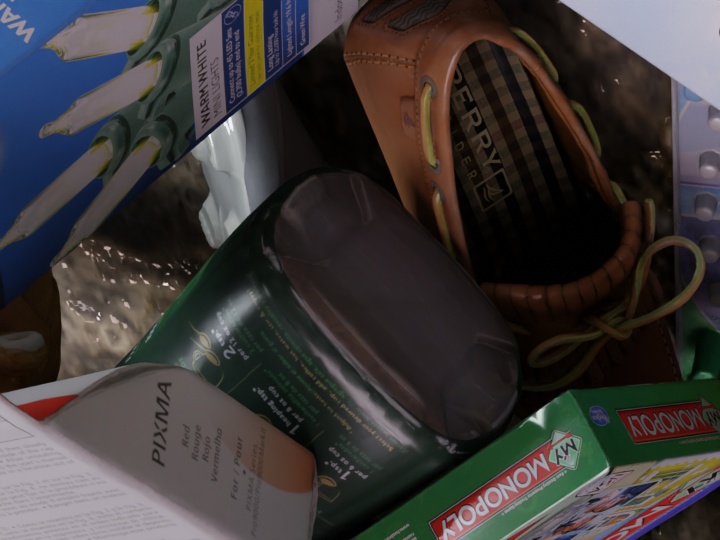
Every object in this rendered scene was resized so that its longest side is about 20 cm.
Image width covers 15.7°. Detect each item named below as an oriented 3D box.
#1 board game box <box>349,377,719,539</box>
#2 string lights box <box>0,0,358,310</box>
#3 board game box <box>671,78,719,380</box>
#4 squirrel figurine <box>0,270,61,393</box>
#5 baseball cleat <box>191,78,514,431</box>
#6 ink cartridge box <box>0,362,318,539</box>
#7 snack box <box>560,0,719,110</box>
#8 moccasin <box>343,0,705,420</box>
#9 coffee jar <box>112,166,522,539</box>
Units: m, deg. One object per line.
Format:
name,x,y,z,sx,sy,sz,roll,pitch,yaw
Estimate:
board game box,0.029,0.098,0.846,0.200,0.135,0.029,-37,71,27
string lights box,-0.088,-0.064,0.753,0.059,0.200,0.103,38,154,21
board game box,0.200,-0.008,0.850,0.200,0.026,0.200,6,136,13
squirrel figurine,-0.200,0.013,0.881,0.187,0.200,0.142,38,128,-3
baseball cleat,0.000,0.000,0.910,0.106,0.070,0.200,-18,119,-10
ink cartridge box,-0.131,0.048,0.736,0.162,0.050,0.200,-13,146,28
snack box,0.118,-0.133,0.702,0.200,0.068,0.169,32,130,-11
moccasin,0.064,-0.007,0.853,0.074,0.078,0.201,-29,122,-12
coffee jar,-0.047,0.061,0.852,0.104,0.085,0.200,48,125,-3
